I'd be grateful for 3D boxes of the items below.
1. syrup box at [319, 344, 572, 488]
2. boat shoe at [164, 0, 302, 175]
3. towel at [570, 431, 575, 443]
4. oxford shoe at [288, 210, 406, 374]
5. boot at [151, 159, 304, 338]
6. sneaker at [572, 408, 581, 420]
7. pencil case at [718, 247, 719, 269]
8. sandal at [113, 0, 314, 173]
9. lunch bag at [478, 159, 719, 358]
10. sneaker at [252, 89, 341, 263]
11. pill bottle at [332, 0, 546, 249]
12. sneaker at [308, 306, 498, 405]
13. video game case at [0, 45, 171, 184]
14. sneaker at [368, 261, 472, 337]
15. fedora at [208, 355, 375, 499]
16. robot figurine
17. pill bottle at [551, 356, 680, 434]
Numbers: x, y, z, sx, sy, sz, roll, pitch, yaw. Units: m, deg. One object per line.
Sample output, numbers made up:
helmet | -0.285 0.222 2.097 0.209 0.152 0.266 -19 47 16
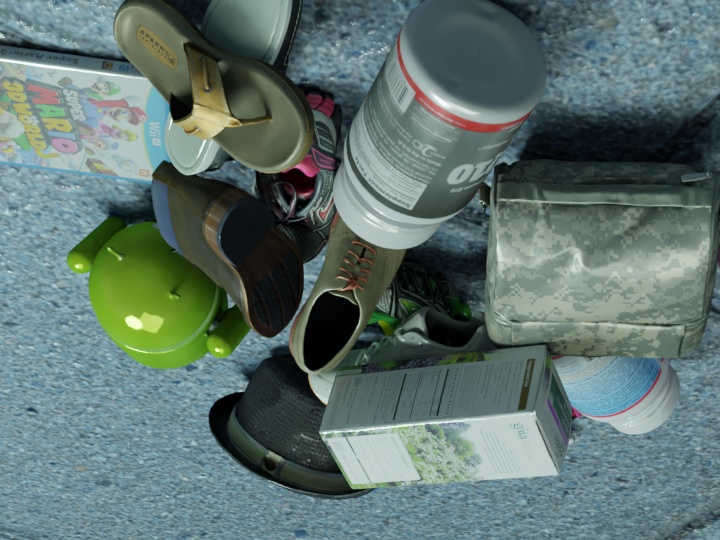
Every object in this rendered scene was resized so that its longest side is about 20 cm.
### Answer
syrup box | 0.074 0.127 1.259 0.199 0.082 0.079 -9 130 24
boat shoe | -0.090 -0.157 1.133 0.060 0.076 0.200 -17 155 -44
towel | 0.125 0.157 1.591 0.146 0.030 0.200 -20 139 30
oxford shoe | 0.000 0.000 1.244 0.070 0.201 0.075 21 -173 -6
boot | -0.111 -0.021 1.247 0.097 0.075 0.200 33 159 28
sneaker | 0.181 0.157 1.495 0.199 0.088 0.074 -23 135 8
pencil case | 0.389 0.029 1.300 0.087 0.088 0.200 -15 140 29
sandal | -0.119 -0.135 1.084 0.200 0.054 0.081 38 126 19
lunch bag | 0.199 -0.021 1.208 0.199 0.140 0.168 3 152 8
sneaker | -0.059 -0.065 1.249 0.080 0.075 0.200 5 147 2
pill bottle | 0.054 -0.108 1.131 0.113 0.114 0.200 15 146 -12
sneaker | 0.042 0.072 1.333 0.199 0.076 0.092 -7 126 18
video game case | -0.257 -0.131 1.235 0.199 0.018 0.143 7 145 -2
sneaker | 0.042 0.014 1.363 0.085 0.078 0.200 -19 148 22
fedora | -0.055 0.151 1.524 0.200 0.201 0.092 15 112 -12
robot figurine | -0.183 0.025 1.338 0.175 0.116 0.200 32 169 8
pill bottle | 0.221 0.074 1.377 0.108 0.109 0.200 -17 139 31
